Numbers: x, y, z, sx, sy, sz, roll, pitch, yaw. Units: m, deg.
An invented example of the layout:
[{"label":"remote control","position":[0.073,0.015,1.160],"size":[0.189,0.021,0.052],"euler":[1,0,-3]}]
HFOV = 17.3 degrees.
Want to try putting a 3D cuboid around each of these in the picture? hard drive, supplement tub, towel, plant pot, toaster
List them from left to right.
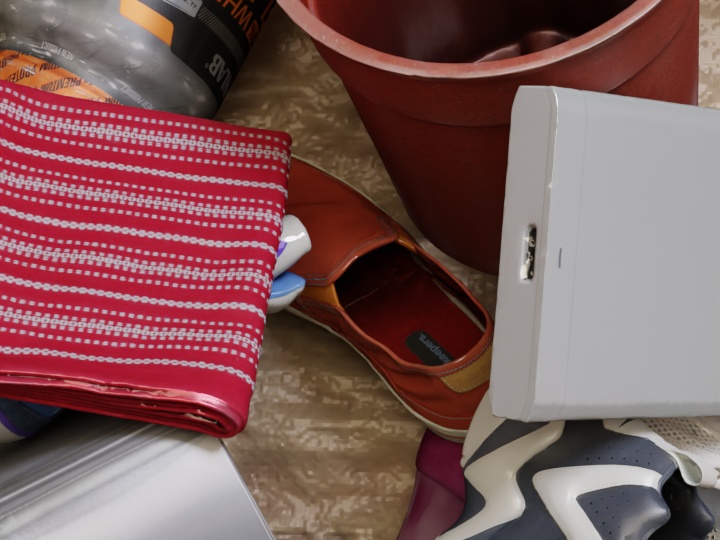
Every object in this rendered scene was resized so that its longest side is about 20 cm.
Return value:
[{"label":"towel","position":[-0.107,-0.010,0.994],"size":[0.145,0.022,0.200],"euler":[10,39,-3]},{"label":"toaster","position":[-0.100,0.150,1.001],"size":[0.119,0.200,0.181],"euler":[-30,97,-17]},{"label":"supplement tub","position":[-0.099,-0.149,1.145],"size":[0.122,0.123,0.200],"euler":[25,77,8]},{"label":"plant pot","position":[0.071,-0.107,1.073],"size":[0.201,0.195,0.201],"euler":[-7,55,10]},{"label":"hard drive","position":[0.131,-0.004,1.001],"size":[0.026,0.200,0.132],"euler":[6,93,43]}]

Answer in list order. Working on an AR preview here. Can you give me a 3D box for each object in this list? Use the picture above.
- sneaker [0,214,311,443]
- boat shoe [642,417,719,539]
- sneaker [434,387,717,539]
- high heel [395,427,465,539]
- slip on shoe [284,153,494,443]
[{"label":"sneaker","position":[-0.097,0.006,1.036],"size":[0.146,0.200,0.081],"euler":[-23,93,12]},{"label":"boat shoe","position":[0.183,0.126,1.061],"size":[0.200,0.071,0.069],"euler":[31,41,13]},{"label":"sneaker","position":[0.092,0.152,1.013],"size":[0.130,0.079,0.199],"euler":[20,88,34]},{"label":"high heel","position":[0.117,0.122,1.091],"size":[0.200,0.067,0.096],"euler":[20,86,20]},{"label":"slip on shoe","position":[0.000,0.000,1.116],"size":[0.074,0.061,0.200],"euler":[-37,57,-16]}]
